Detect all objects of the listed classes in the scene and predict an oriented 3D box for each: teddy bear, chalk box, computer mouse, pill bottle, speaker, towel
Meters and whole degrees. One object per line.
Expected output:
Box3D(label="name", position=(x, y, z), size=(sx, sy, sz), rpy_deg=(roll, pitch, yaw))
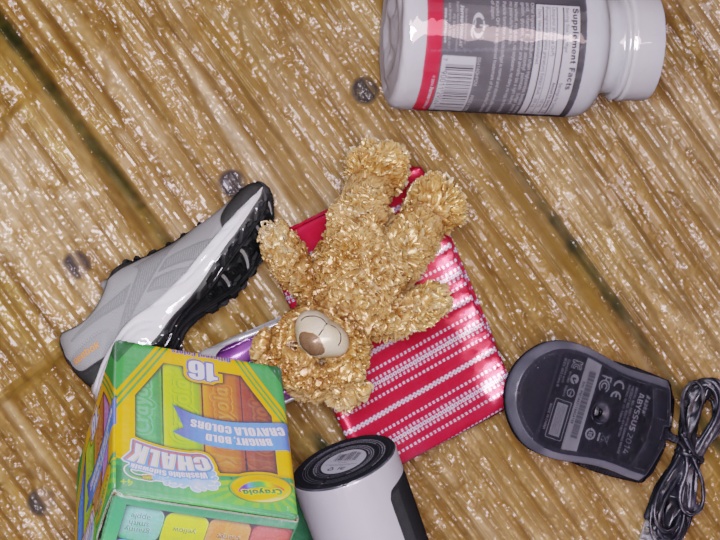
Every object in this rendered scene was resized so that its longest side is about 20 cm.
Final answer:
Box3D(label="teddy bear", position=(0.000, 0.000, 1.134), size=(0.200, 0.067, 0.145), rpy_deg=(-43, 99, -16))
Box3D(label="chalk box", position=(-0.117, 0.161, 1.044), size=(0.124, 0.201, 0.125), rpy_deg=(11, 122, -17))
Box3D(label="computer mouse", position=(0.184, 0.117, 1.214), size=(0.199, 0.053, 0.139), rpy_deg=(25, 83, -23))
Box3D(label="pill bottle", position=(0.119, -0.170, 1.173), size=(0.198, 0.111, 0.112), rpy_deg=(2, 90, -10))
Box3D(label="speaker", position=(0.018, 0.226, 1.149), size=(0.081, 0.081, 0.201), rpy_deg=(-21, 106, -9))
Box3D(label="towel", position=(0.026, 0.037, 1.188), size=(0.144, 0.022, 0.201), rpy_deg=(-25, 94, -20))

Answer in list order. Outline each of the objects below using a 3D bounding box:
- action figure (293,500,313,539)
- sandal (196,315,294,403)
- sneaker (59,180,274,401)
Box3D(label="action figure", position=(-0.126, 0.234, 1.163), size=(0.198, 0.055, 0.119), rpy_deg=(-6, 94, -5))
Box3D(label="sandal", position=(-0.102, 0.093, 1.166), size=(0.202, 0.050, 0.083), rpy_deg=(-37, 95, -9))
Box3D(label="sneaker", position=(-0.138, 0.006, 1.152), size=(0.079, 0.074, 0.200), rpy_deg=(38, 76, 20))
